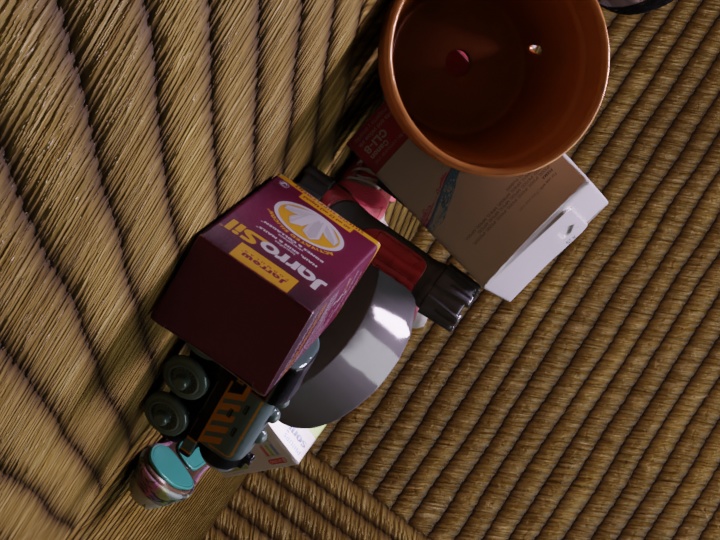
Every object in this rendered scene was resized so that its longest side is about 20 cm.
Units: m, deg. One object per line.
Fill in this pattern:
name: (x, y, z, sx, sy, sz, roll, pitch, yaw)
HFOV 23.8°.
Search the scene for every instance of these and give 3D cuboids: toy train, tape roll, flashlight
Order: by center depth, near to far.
toy train: (-0.119, 0.101, 1.557, 0.201, 0.113, 0.085, -59, 174, 36)
flashlight: (0.016, -0.017, 1.599, 0.068, 0.199, 0.068, -53, 175, -9)
tape roll: (-0.041, 0.056, 1.711, 0.199, 0.066, 0.202, -29, -141, 26)

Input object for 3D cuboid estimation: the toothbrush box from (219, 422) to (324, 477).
toothbrush box: (-0.093, 0.143, 2.046, 0.145, 0.086, 0.200, -17, -154, 46)

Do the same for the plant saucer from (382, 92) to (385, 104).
plant saucer: (0.070, -0.226, 1.729, 0.202, 0.039, 0.201, -55, 177, -5)

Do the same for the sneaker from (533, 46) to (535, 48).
sneaker: (0.126, -0.260, 1.901, 0.088, 0.082, 0.200, -28, -174, -5)

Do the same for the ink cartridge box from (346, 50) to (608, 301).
ink cartridge box: (0.117, -0.093, 1.645, 0.145, 0.200, 0.145, -45, 164, 7)

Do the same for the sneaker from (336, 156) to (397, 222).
sneaker: (0.010, -0.110, 1.880, 0.200, 0.073, 0.088, -55, 163, -65)

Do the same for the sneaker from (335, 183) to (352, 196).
sneaker: (-0.071, 0.004, 1.653, 0.201, 0.071, 0.080, -55, 180, 3)

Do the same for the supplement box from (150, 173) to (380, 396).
supplement box: (-0.072, 0.007, 1.378, 0.086, 0.110, 0.200, -57, 176, 23)

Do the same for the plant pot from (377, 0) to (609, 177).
plant pot: (0.102, -0.183, 1.488, 0.201, 0.199, 0.140, -55, -168, -4)

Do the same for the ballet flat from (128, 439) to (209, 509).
ballet flat: (-0.211, 0.218, 1.836, 0.071, 0.069, 0.200, -36, -179, 12)

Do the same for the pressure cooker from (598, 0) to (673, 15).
pressure cooker: (0.237, -0.359, 1.577, 0.179, 0.200, 0.176, -46, -152, -1)

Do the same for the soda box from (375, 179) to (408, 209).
soda box: (0.097, -0.157, 1.791, 0.201, 0.063, 0.071, -60, 165, 25)

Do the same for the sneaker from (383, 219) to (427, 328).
sneaker: (0.000, 0.000, 1.834, 0.200, 0.104, 0.076, -126, -137, -54)
